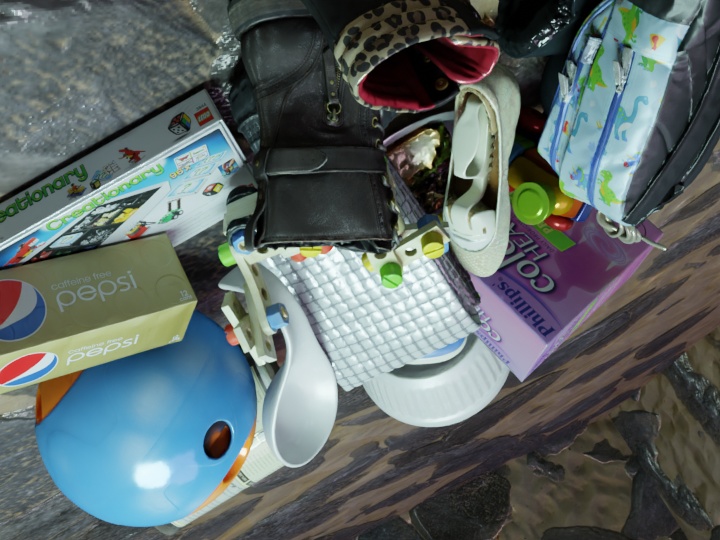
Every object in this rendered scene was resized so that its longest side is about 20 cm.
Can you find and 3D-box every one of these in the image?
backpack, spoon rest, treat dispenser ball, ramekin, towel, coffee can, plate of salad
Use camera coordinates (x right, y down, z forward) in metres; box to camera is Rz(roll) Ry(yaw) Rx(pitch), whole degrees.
[{"bbox_3d":[0.224,-0.136,0.678,0.162,0.152,0.203,-26,126,-43],"label":"backpack"},{"bbox_3d":[-0.064,0.088,0.780,0.099,0.060,0.202,-45,128,-40],"label":"spoon rest"},{"bbox_3d":[-0.193,0.128,0.797,0.199,0.202,0.202,-25,157,-11],"label":"treat dispenser ball"},{"bbox_3d":[0.080,0.075,1.048,0.198,0.201,0.105,-30,149,-1],"label":"ramekin"},{"bbox_3d":[0.000,0.000,0.812,0.164,0.086,0.201,-24,120,22],"label":"towel"},{"bbox_3d":[-0.172,0.197,1.039,0.198,0.147,0.147,-30,158,-1],"label":"coffee can"},{"bbox_3d":[0.054,-0.082,0.873,0.198,0.048,0.201,-27,157,-12],"label":"plate of salad"}]

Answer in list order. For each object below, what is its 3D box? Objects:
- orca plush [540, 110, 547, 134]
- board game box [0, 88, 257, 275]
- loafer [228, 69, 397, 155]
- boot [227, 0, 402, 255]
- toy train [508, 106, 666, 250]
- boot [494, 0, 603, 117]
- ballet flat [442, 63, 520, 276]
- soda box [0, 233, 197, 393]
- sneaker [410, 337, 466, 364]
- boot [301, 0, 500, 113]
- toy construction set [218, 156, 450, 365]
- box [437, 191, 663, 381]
[{"bbox_3d":[0.219,-0.183,0.844,0.070,0.106,0.200,20,136,-22],"label":"orca plush"},{"bbox_3d":[-0.179,-0.047,0.669,0.198,0.035,0.126,-29,159,-3],"label":"board game box"},{"bbox_3d":[-0.004,-0.126,0.665,0.198,0.071,0.068,-16,173,-30],"label":"loafer"},{"bbox_3d":[0.001,-0.098,0.592,0.197,0.177,0.069,-10,176,-25],"label":"boot"},{"bbox_3d":[0.184,-0.068,0.809,0.115,0.199,0.085,-21,143,-51],"label":"toy train"},{"bbox_3d":[0.168,-0.197,0.734,0.167,0.077,0.201,-17,147,-38],"label":"boot"},{"bbox_3d":[0.095,-0.078,0.757,0.062,0.067,0.203,-35,134,-46],"label":"ballet flat"},{"bbox_3d":[-0.226,0.036,0.648,0.198,0.068,0.064,-16,155,-32],"label":"soda box"},{"bbox_3d":[0.026,0.035,0.932,0.112,0.197,0.078,105,6,-64],"label":"sneaker"},{"bbox_3d":[0.034,-0.173,0.521,0.198,0.152,0.073,-13,152,-37],"label":"boot"},{"bbox_3d":[-0.033,-0.017,0.682,0.198,0.093,0.132,-31,135,5],"label":"toy construction set"},{"bbox_3d":[0.186,-0.021,0.941,0.199,0.176,0.097,-38,162,-22],"label":"box"}]
